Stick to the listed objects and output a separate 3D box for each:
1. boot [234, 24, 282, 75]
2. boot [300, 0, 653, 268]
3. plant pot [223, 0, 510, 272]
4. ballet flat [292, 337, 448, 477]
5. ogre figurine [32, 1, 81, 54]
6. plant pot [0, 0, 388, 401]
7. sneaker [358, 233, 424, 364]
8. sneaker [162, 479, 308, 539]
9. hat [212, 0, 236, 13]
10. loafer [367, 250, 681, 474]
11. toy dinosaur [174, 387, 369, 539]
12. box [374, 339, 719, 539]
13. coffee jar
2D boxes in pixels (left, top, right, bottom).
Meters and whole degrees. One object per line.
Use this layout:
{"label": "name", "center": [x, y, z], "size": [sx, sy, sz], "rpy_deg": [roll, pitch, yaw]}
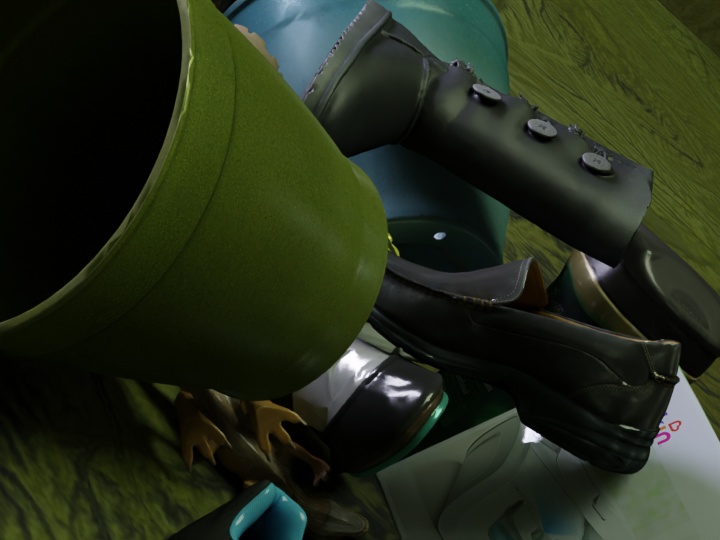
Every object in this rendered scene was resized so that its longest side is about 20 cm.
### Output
{"label": "boot", "center": [-0.073, -0.023, 1.448], "size": [0.107, 0.075, 0.201], "rpy_deg": [-52, 128, -55]}
{"label": "boot", "center": [0.062, -0.058, 1.446], "size": [0.199, 0.066, 0.165], "rpy_deg": [34, 35, -2]}
{"label": "plant pot", "center": [0.009, -0.055, 1.590], "size": [0.200, 0.200, 0.189], "rpy_deg": [33, 34, -42]}
{"label": "ballet flat", "center": [-0.004, 0.071, 1.366], "size": [0.068, 0.068, 0.200], "rpy_deg": [42, -11, 0]}
{"label": "ogre figurine", "center": [-0.159, -0.194, 1.272], "size": [0.120, 0.098, 0.201], "rpy_deg": [-51, 132, -42]}
{"label": "plant pot", "center": [-0.093, -0.029, 1.219], "size": [0.193, 0.200, 0.201], "rpy_deg": [31, 23, -45]}
{"label": "sneaker", "center": [0.000, 0.000, 1.429], "size": [0.074, 0.085, 0.199], "rpy_deg": [15, 2, 40]}
{"label": "sneaker", "center": [-0.053, 0.163, 1.088], "size": [0.073, 0.082, 0.200], "rpy_deg": [40, 19, -30]}
{"label": "hat", "center": [-0.123, -0.198, 1.637], "size": [0.081, 0.201, 0.201], "rpy_deg": [-24, 70, -45]}
{"label": "loafer", "center": [0.073, 0.024, 1.340], "size": [0.199, 0.073, 0.073], "rpy_deg": [30, 12, 12]}
{"label": "toy dinosaur", "center": [-0.074, 0.070, 1.330], "size": [0.200, 0.060, 0.106], "rpy_deg": [54, -6, -5]}
{"label": "box", "center": [0.125, 0.162, 1.352], "size": [0.200, 0.176, 0.097], "rpy_deg": [-112, 176, -50]}
{"label": "coffee jar", "center": [0.122, 0.063, 1.561], "size": [0.104, 0.200, 0.085], "rpy_deg": [39, 18, -28]}
